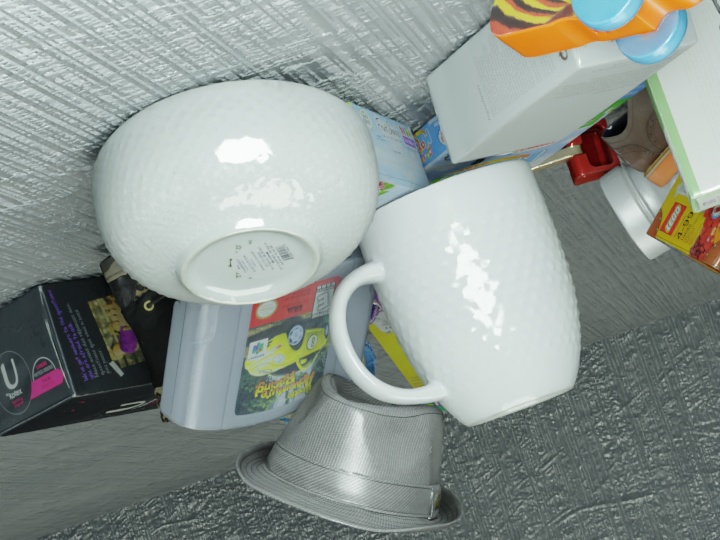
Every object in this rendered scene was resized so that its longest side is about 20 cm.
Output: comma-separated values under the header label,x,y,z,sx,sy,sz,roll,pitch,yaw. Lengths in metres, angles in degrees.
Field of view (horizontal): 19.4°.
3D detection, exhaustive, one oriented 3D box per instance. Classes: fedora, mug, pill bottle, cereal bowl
label,x,y,z,sx,sy,sz,roll,pitch,yaw
fedora,0.002,0.135,1.643,0.176,0.091,0.200,19,-174,27
mug,0.070,0.031,1.615,0.199,0.176,0.148,-18,172,-22
pill bottle,0.309,-0.098,1.801,0.200,0.112,0.112,-34,167,12
cereal bowl,-0.080,-0.036,1.417,0.199,0.084,0.200,-8,148,-5

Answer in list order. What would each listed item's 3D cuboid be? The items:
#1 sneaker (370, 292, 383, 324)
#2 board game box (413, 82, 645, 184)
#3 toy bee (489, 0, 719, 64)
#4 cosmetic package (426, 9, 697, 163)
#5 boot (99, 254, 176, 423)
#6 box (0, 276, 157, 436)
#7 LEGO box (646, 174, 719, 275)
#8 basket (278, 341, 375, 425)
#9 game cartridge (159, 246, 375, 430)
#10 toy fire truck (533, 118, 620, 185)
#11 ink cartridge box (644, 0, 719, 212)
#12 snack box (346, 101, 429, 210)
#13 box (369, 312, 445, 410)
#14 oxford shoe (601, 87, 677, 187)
label,x,y,z,sx,sy,sz,roll,pitch,yaw
sneaker,0.000,0.000,1.795,0.200,0.088,0.081,-43,147,-3
board game box,0.116,-0.114,1.687,0.151,0.037,0.200,-14,170,-25
toy bee,0.178,-0.181,1.273,0.199,0.109,0.131,11,166,21
cosmetic package,0.134,-0.144,1.448,0.101,0.074,0.200,-13,171,-27
boot,-0.100,0.030,1.725,0.199,0.151,0.073,-17,178,-1
box,-0.225,0.069,1.868,0.200,0.106,0.122,-8,165,-46
LEGO box,0.326,-0.086,1.639,0.077,0.200,0.149,28,-177,-17
basket,0.002,0.157,2.625,0.199,0.140,0.176,12,173,6
game cartridge,-0.067,0.053,1.654,0.200,0.041,0.134,-16,130,-42
toy fire truck,0.121,-0.073,1.888,0.199,0.049,0.141,-15,170,-12
ink cartridge box,0.313,-0.145,1.544,0.199,0.146,0.048,-20,162,7
snack box,-0.063,-0.054,1.588,0.199,0.068,0.169,-20,172,14
box,0.085,0.066,1.993,0.117,0.048,0.200,-12,134,30
oxford shoe,0.251,-0.144,1.672,0.071,0.073,0.200,-59,178,-41
